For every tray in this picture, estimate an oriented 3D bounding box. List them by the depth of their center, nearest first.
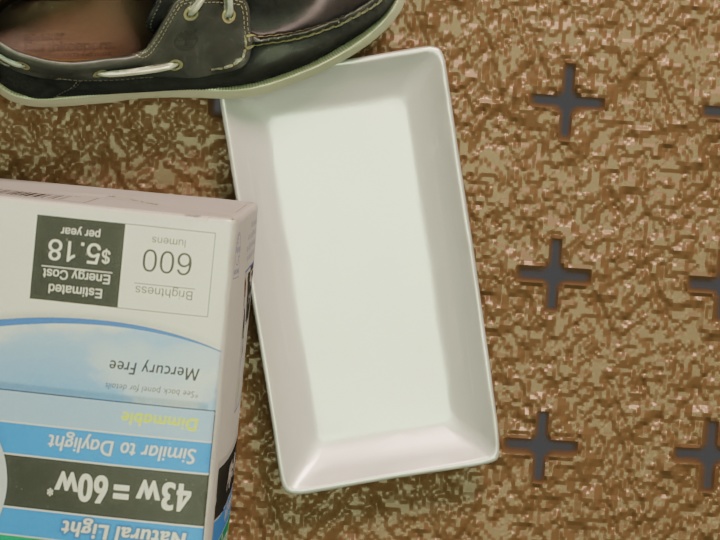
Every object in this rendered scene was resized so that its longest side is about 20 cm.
[{"bbox_3d":[0.000,0.000,1.172,0.107,0.022,0.200,-9,96,-4],"label":"tray"}]

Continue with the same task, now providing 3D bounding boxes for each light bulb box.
[{"bbox_3d":[-0.154,0.062,1.107,0.198,0.125,0.200,5,95,2],"label":"light bulb box"}]

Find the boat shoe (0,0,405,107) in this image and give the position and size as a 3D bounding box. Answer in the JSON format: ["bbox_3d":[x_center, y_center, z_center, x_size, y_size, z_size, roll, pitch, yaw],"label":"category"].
[{"bbox_3d":[-0.075,-0.119,1.126,0.200,0.068,0.072,-10,73,-5],"label":"boat shoe"}]
